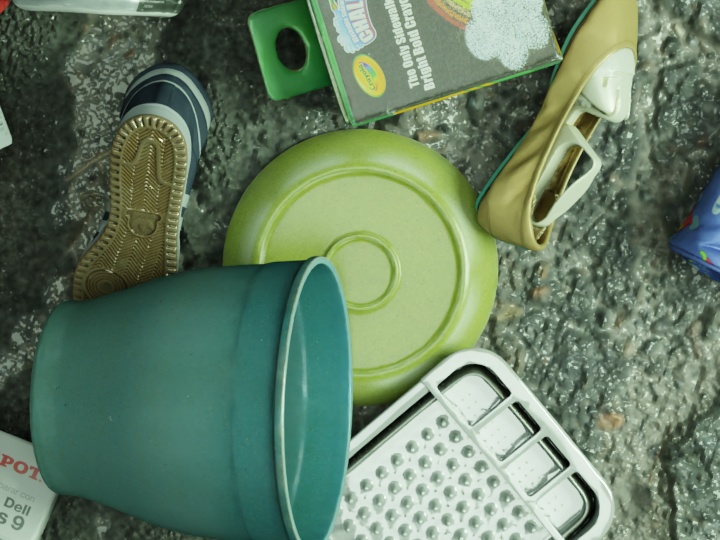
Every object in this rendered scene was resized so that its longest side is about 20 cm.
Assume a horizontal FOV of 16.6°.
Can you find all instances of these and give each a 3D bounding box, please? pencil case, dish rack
[{"bbox_3d":[0.299,-0.073,1.737,0.087,0.078,0.200,34,96,26],"label":"pencil case"},{"bbox_3d":[0.063,0.170,1.780,0.200,0.044,0.172,-40,95,3],"label":"dish rack"}]

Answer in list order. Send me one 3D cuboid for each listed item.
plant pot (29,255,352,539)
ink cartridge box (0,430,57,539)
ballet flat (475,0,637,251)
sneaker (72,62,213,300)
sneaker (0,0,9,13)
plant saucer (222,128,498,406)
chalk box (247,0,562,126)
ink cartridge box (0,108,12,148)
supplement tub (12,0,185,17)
[{"bbox_3d":[-0.117,0.089,1.683,0.187,0.200,0.201,1,96,13],"label":"plant pot"},{"bbox_3d":[-0.307,0.200,1.718,0.145,0.084,0.201,22,65,-4],"label":"ink cartridge box"},{"bbox_3d":[0.155,-0.103,1.739,0.063,0.069,0.200,36,103,30],"label":"ballet flat"},{"bbox_3d":[-0.152,-0.052,1.752,0.070,0.109,0.201,14,126,-4],"label":"sneaker"},{"bbox_3d":[-0.310,-0.257,1.733,0.085,0.077,0.201,-28,98,-17],"label":"sneaker"},{"bbox_3d":[0.000,0.000,1.769,0.199,0.031,0.201,0,96,-1],"label":"plant saucer"},{"bbox_3d":[0.025,-0.175,1.706,0.199,0.124,0.125,-16,96,2],"label":"chalk box"},{"bbox_3d":[-0.360,-0.152,1.704,0.199,0.041,0.200,-14,101,25],"label":"ink cartridge box"},{"bbox_3d":[-0.176,-0.276,1.695,0.122,0.123,0.201,2,95,0],"label":"supplement tub"}]
